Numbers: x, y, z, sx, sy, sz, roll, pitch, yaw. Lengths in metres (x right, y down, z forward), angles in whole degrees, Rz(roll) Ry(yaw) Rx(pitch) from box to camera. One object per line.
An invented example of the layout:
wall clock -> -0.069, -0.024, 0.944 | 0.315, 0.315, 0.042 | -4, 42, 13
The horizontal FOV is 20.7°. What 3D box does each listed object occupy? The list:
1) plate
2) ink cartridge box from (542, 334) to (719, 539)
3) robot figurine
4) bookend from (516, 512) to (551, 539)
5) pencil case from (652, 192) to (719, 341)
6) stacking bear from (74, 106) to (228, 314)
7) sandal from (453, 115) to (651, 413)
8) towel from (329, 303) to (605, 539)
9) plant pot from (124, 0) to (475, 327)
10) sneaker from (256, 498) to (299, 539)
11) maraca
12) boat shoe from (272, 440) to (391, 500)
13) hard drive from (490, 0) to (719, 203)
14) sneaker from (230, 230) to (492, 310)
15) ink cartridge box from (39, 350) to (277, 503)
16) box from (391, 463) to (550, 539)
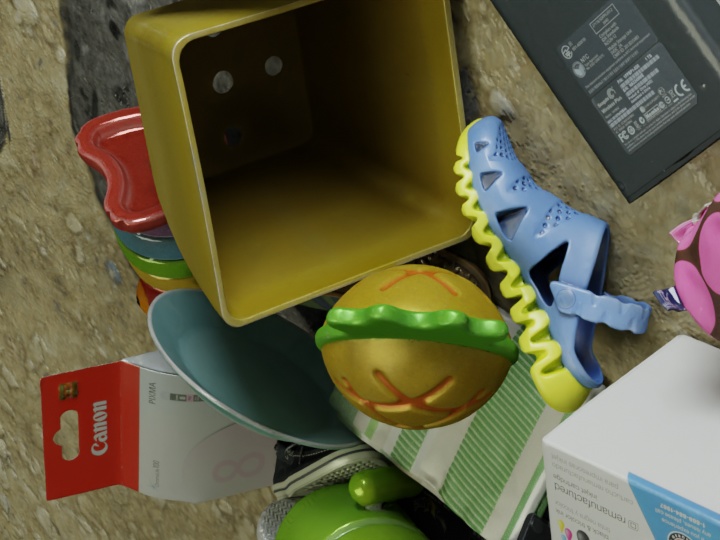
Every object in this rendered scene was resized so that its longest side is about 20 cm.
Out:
plate -> -0.079, 0.081, 1.524 | 0.200, 0.200, 0.026 | 40, 112, 25
ink cartridge box -> 0.220, 0.178, 1.246 | 0.146, 0.146, 0.201 | 22, 132, 42
robot figurine -> 0.000, 0.230, 1.477 | 0.200, 0.115, 0.177 | -145, 62, -73
bookend -> 0.111, 0.291, 1.410 | 0.200, 0.092, 0.198 | 44, 139, -18
pencil case -> 0.247, -0.036, 1.104 | 0.094, 0.090, 0.200 | 62, 146, 20
stacking bear -> -0.149, -0.027, 1.601 | 0.201, 0.113, 0.122 | 84, 161, -50
sandal -> 0.128, -0.013, 1.299 | 0.087, 0.079, 0.201 | -26, 86, 19
towel -> 0.072, 0.092, 1.427 | 0.200, 0.023, 0.153 | 37, 112, 33
plant pot -> -0.058, -0.108, 1.351 | 0.176, 0.199, 0.202 | 32, 137, 56
sneaker -> -0.011, 0.269, 1.645 | 0.199, 0.076, 0.114 | 34, 154, -4
maraca -> 0.037, 0.047, 1.290 | 0.200, 0.136, 0.108 | 84, -172, -78
boat shoe -> -0.029, 0.149, 1.595 | 0.200, 0.074, 0.063 | 148, 120, -70
hard drive -> 0.148, -0.154, 1.182 | 0.201, 0.033, 0.139 | 56, 146, 4
sneaker -> 0.000, 0.000, 1.427 | 0.198, 0.090, 0.068 | 9, 97, 7
ink cartridge box -> -0.166, 0.137, 1.669 | 0.057, 0.199, 0.163 | 56, 152, 39
box -> 0.109, 0.189, 1.485 | 0.199, 0.051, 0.159 | 32, 139, 33
